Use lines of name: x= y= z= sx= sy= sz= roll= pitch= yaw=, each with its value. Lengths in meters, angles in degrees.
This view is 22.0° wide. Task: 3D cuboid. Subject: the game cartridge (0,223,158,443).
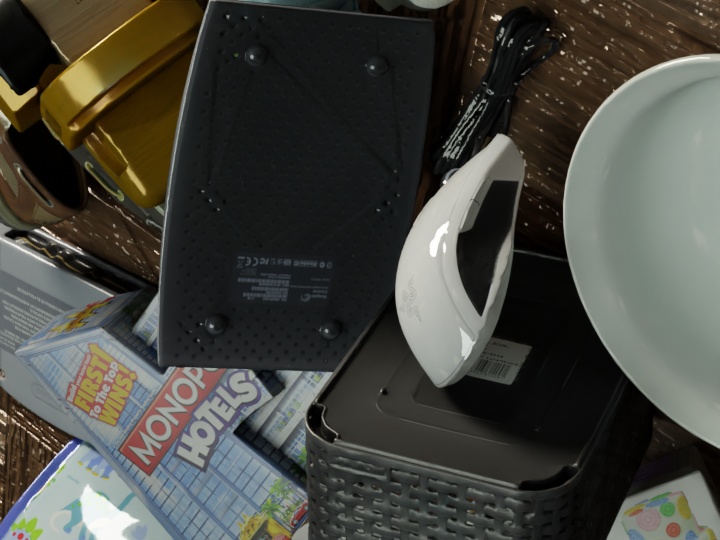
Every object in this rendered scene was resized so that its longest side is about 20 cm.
game cartridge: x=-0.205 y=0.050 z=1.314 sx=0.200 sy=0.040 sz=0.133 roll=25 pitch=120 yaw=32

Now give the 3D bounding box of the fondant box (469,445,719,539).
fondant box: x=0.155 y=0.215 z=1.002 sx=0.144 sy=0.058 sz=0.200 roll=-23 pitch=96 yaw=12

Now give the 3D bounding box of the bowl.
bowl: x=0.200 y=-0.017 z=0.850 sx=0.201 sy=0.090 sz=0.201 roll=24 pitch=129 yaw=33

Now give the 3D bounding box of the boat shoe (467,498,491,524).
boat shoe: x=0.119 y=0.206 z=1.081 sx=0.200 sy=0.071 sz=0.069 roll=50 pitch=137 yaw=6

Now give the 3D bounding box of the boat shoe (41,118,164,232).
boat shoe: x=-0.128 y=-0.069 z=1.153 sx=0.201 sy=0.072 sz=0.061 roll=46 pitch=146 yaw=18

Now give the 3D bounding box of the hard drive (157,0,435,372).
hard drive: x=-0.039 y=-0.044 z=0.979 sx=0.042 sy=0.135 sz=0.200 roll=-128 pitch=44 yaw=-62

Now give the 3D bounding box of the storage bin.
storage bin: x=0.066 y=0.078 z=0.939 sx=0.135 sy=0.200 sz=0.094 roll=12 pitch=123 yaw=19

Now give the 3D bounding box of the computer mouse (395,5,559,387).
computer mouse: x=0.050 y=-0.033 z=0.917 sx=0.044 sy=0.200 sz=0.110 roll=24 pitch=138 yaw=-12

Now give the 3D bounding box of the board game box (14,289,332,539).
board game box: x=-0.093 y=0.064 z=1.095 sx=0.200 sy=0.062 sz=0.200 roll=37 pitch=120 yaw=3

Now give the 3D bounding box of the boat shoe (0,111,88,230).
boat shoe: x=-0.231 y=-0.120 z=1.222 sx=0.072 sy=0.076 sz=0.200 roll=0 pitch=124 yaw=40

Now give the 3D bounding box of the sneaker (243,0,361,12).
sneaker: x=-0.030 y=-0.151 z=1.003 sx=0.082 sy=0.074 sz=0.200 roll=-30 pitch=97 yaw=45

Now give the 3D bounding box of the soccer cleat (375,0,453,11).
soccer cleat: x=-0.002 y=-0.225 z=0.944 sx=0.200 sy=0.070 sz=0.086 roll=50 pitch=123 yaw=5

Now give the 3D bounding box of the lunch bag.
lunch bag: x=-0.184 y=0.244 z=1.292 sx=0.170 sy=0.200 sz=0.127 roll=24 pitch=149 yaw=32

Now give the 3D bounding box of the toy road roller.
toy road roller: x=-0.135 y=-0.110 z=1.042 sx=0.146 sy=0.123 sz=0.200 roll=53 pitch=171 yaw=-4

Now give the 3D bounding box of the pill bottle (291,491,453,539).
pill bottle: x=0.030 y=0.235 z=1.047 sx=0.113 sy=0.113 sz=0.200 roll=-44 pitch=55 yaw=48
